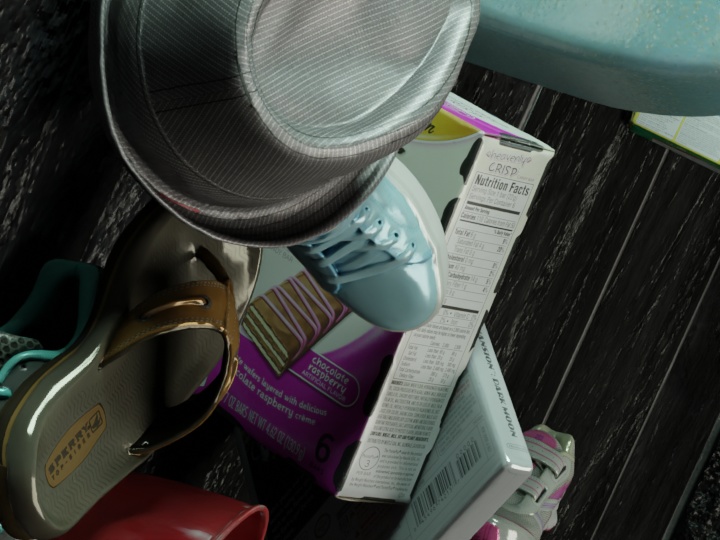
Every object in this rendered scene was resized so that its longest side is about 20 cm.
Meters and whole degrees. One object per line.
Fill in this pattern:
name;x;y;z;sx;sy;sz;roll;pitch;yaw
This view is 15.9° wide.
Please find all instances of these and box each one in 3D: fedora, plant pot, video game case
fedora;-0.017;-0.100;1.073;0.200;0.090;0.178;-22;104;-43
plant pot;0.159;-0.186;1.439;0.196;0.199;0.196;-64;163;0
video game case;0.007;0.095;1.371;0.023;0.182;0.200;15;130;-32

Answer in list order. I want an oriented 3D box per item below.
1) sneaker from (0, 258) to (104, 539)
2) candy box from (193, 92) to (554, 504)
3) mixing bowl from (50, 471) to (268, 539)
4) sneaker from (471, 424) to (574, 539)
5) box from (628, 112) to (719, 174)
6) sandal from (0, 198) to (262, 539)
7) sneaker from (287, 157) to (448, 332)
sneaker;-0.159;0.067;1.084;0.200;0.077;0.091;-51;141;-43
candy box;0.000;0.000;1.315;0.061;0.136;0.201;11;105;-47
mixing bowl;-0.140;0.164;1.159;0.200;0.108;0.200;-57;172;-13
sneaker;0.124;0.173;2.081;0.200;0.081;0.089;-40;150;-72
box;0.305;-0.179;2.041;0.201;0.117;0.048;-63;175;-2
sandal;-0.086;0.036;1.080;0.200;0.054;0.082;-52;134;-44
sneaker;-0.025;-0.034;1.180;0.200;0.074;0.082;55;29;-29
